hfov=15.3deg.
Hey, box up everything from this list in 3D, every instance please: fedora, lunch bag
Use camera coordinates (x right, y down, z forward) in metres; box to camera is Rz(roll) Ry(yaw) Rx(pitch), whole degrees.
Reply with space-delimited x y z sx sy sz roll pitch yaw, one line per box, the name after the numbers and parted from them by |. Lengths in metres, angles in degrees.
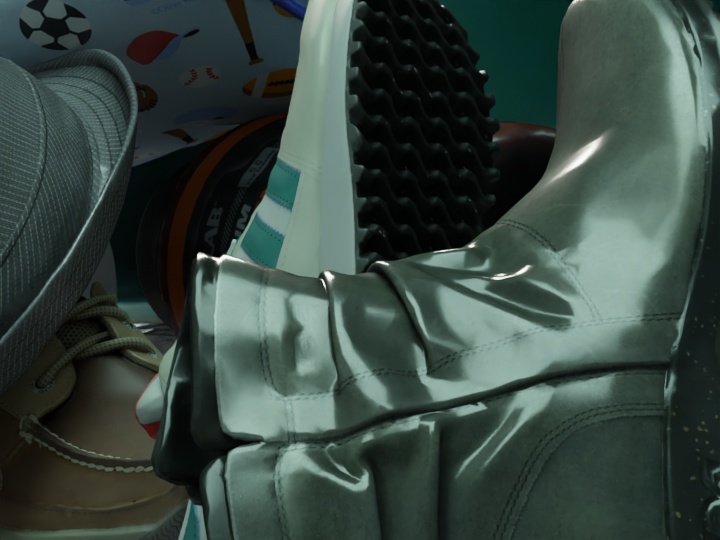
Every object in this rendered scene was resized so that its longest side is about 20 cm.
-0.158 -0.026 0.806 0.176 0.090 0.201 -27 33 18 | fedora
-0.066 -0.106 0.971 0.169 0.125 0.200 -13 -24 30 | lunch bag

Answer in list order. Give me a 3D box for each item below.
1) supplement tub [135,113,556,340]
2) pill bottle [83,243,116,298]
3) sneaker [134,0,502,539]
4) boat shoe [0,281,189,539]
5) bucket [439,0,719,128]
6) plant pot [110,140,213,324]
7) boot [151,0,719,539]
0.000 0.000 0.914 0.106 0.108 0.199 -11 9 -33 | supplement tub
-0.188 0.005 0.976 0.199 0.112 0.111 0 10 38 | pill bottle
-0.019 0.006 0.695 0.093 0.201 0.070 -19 -37 29 | sneaker
-0.092 0.042 0.802 0.075 0.072 0.199 -12 10 -36 | boat shoe
0.122 -0.114 0.902 0.206 0.208 0.135 1 40 37 | bucket
-0.016 -0.075 1.169 0.195 0.198 0.200 -1 -1 30 | plant pot
0.021 0.005 0.608 0.129 0.201 0.068 6 -35 -7 | boot
